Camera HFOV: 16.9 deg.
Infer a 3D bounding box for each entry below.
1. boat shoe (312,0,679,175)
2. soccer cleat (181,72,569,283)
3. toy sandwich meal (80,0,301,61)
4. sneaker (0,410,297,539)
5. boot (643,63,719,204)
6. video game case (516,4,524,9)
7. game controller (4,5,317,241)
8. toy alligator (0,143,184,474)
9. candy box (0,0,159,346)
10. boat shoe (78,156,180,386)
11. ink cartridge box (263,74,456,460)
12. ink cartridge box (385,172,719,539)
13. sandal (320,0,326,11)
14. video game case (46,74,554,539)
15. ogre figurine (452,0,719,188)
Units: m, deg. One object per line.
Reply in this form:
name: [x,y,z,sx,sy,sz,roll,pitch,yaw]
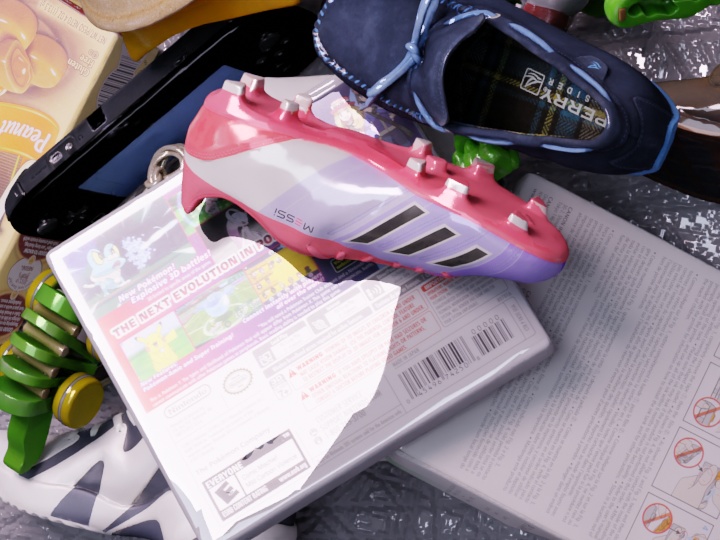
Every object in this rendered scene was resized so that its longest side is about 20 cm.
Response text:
boat shoe: [0.056,-0.102,1.152,0.199,0.069,0.085,15,95,32]
soccer cleat: [0.005,-0.030,1.184,0.199,0.067,0.077,24,109,11]
toy sandwich meal: [-0.073,-0.187,1.264,0.205,0.070,0.206,-33,36,28]
sneaker: [-0.116,0.086,1.348,0.198,0.079,0.130,15,87,28]
boot: [0.204,-0.088,1.238,0.199,0.075,0.097,18,66,35]
video game case: [0.045,-0.220,1.333,0.200,0.017,0.143,35,100,22]
game controller: [-0.106,-0.082,1.340,0.200,0.104,0.042,-38,64,17]
toy alligator: [-0.153,0.016,1.305,0.059,0.054,0.201,29,93,27]
candy box: [-0.215,-0.070,1.415,0.115,0.055,0.201,31,98,25]
boat shoe: [-0.121,-0.010,1.362,0.201,0.066,0.072,-43,71,15]
ink cartridge box: [0.000,0.000,1.284,0.116,0.067,0.201,-2,84,-7]
ink cartridge box: [0.134,0.067,1.231,0.199,0.050,0.162,28,80,-1]
sandal: [0.053,-0.197,1.276,0.200,0.076,0.043,-37,68,17]
video game case: [-0.032,0.016,1.215,0.199,0.023,0.183,-31,72,1]
ogre figurine: [0.106,-0.145,1.214,0.200,0.098,0.120,-60,42,32]
